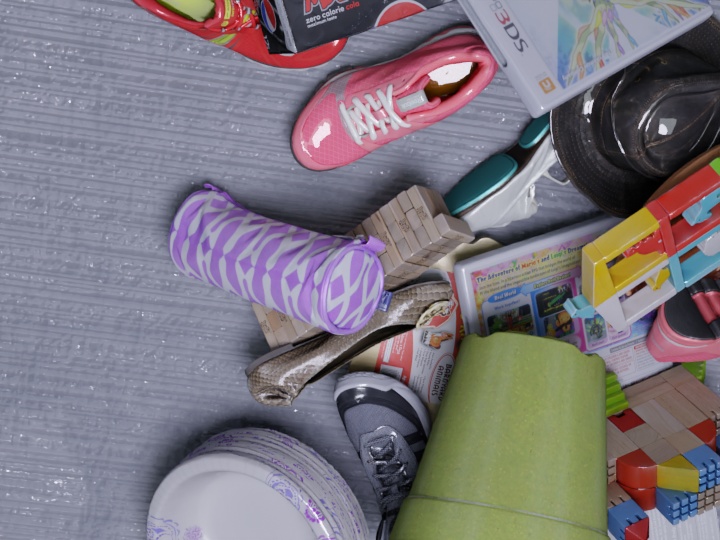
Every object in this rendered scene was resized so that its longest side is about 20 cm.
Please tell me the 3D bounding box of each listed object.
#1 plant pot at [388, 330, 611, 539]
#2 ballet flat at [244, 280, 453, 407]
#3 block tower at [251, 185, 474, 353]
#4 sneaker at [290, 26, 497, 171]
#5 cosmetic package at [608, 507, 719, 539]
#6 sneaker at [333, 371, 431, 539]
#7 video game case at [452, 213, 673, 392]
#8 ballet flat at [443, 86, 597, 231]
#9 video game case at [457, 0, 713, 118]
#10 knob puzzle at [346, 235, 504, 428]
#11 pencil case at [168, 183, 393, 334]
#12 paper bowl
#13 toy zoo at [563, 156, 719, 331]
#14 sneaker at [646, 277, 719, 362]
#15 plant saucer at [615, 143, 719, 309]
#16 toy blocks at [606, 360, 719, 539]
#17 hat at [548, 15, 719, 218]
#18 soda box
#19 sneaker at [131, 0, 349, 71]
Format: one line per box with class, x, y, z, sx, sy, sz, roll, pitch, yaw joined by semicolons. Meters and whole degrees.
plant pot;0.127;0.155;1.070;0.199;0.200;0.191;13;77;-7
ballet flat;-0.006;0.066;1.145;0.199;0.067;0.047;-25;68;-2
block tower;0.000;0.000;1.142;0.199;0.054;0.058;-34;71;22
sneaker;0.028;-0.148;1.113;0.199;0.087;0.074;-28;104;4
cosmetic package;0.223;0.232;1.223;0.199;0.107;0.091;-14;106;2
sneaker;0.034;0.187;1.170;0.075;0.114;0.201;-18;125;20
video game case;0.188;0.053;1.185;0.199;0.024;0.183;-17;106;-19
ballet flat;0.150;-0.087;1.158;0.200;0.069;0.069;-44;103;4
video game case;0.167;-0.243;1.065;0.199;0.022;0.183;-31;85;-24
knob puzzle;0.095;0.062;1.209;0.218;0.030;0.221;-1;104;-3
pencil case;-0.072;-0.011;1.104;0.199;0.084;0.086;18;92;34
paper bowl;-0.084;0.237;1.183;0.199;0.104;0.202;10;112;24
toy zoo;0.255;-0.020;1.083;0.199;0.021;0.131;-34;147;1
sneaker;0.346;0.036;1.203;0.199;0.087;0.074;-12;64;-20
plant saucer;0.306;-0.046;1.139;0.199;0.032;0.201;-22;146;-16
toy blocks;0.262;0.163;1.153;0.199;0.137;0.100;-20;125;-18
hat;0.263;-0.137;1.112;0.199;0.081;0.202;-5;102;-23
soda box;0.013;-0.237;1.073;0.199;0.063;0.071;-23;107;-20
sneaker;-0.106;-0.213;1.096;0.199;0.085;0.078;14;104;-7
